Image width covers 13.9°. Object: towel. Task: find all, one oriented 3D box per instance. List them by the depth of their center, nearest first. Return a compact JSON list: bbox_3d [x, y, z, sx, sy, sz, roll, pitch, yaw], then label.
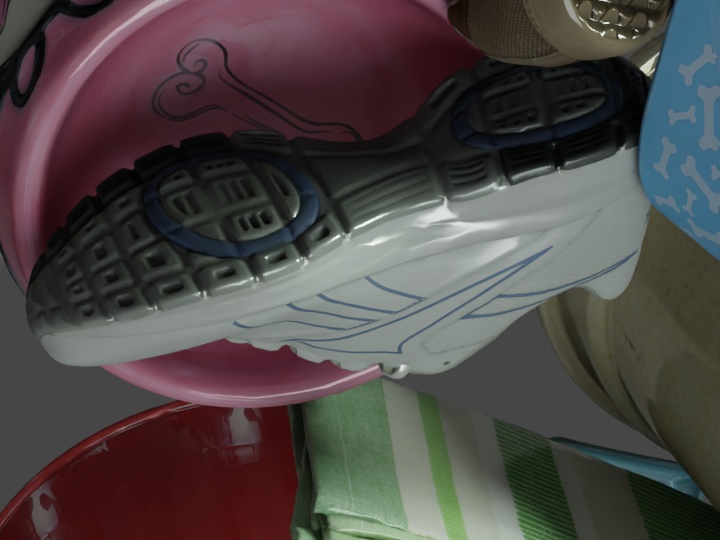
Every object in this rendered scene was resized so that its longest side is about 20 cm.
[{"bbox_3d":[0.070,0.090,0.967,0.199,0.153,0.023,21,106,-9],"label":"towel"}]

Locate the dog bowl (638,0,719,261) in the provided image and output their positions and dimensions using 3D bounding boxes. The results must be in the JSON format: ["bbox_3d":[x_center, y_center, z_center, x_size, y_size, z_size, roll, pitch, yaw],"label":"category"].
[{"bbox_3d":[0.135,-0.089,0.843,0.111,0.049,0.201,-21,131,-51],"label":"dog bowl"}]

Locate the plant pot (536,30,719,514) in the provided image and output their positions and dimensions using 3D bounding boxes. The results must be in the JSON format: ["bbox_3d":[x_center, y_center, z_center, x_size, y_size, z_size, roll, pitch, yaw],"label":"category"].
[{"bbox_3d":[0.176,0.032,0.968,0.200,0.184,0.201,-7,125,-10],"label":"plant pot"}]

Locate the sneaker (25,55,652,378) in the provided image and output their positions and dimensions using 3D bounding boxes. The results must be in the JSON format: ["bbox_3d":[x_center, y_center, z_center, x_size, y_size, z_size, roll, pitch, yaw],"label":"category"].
[{"bbox_3d":[0.000,0.000,0.880,0.199,0.075,0.087,-14,131,-5],"label":"sneaker"}]

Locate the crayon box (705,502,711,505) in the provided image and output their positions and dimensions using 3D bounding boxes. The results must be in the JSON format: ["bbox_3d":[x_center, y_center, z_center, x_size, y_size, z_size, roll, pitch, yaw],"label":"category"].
[{"bbox_3d":[0.175,0.182,1.145,0.200,0.058,0.119,26,113,-29],"label":"crayon box"}]

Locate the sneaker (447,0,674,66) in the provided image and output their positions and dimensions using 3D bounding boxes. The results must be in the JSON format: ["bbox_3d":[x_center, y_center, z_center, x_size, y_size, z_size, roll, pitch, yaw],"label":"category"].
[{"bbox_3d":[0.060,-0.158,0.855,0.070,0.075,0.201,18,78,-34],"label":"sneaker"}]

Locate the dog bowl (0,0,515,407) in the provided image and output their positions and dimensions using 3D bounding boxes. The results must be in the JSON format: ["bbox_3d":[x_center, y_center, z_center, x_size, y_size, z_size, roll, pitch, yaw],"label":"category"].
[{"bbox_3d":[-0.032,-0.043,0.930,0.199,0.074,0.201,-7,124,-11],"label":"dog bowl"}]

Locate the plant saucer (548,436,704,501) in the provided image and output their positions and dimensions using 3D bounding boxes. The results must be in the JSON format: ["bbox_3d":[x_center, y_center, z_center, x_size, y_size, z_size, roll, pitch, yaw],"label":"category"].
[{"bbox_3d":[0.073,0.162,1.063,0.070,0.019,0.201,13,88,-25],"label":"plant saucer"}]

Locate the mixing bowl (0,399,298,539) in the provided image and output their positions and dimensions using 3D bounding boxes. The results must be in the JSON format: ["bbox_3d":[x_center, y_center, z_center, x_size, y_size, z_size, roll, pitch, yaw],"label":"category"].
[{"bbox_3d":[-0.039,0.154,1.039,0.199,0.109,0.201,-7,124,-10],"label":"mixing bowl"}]
